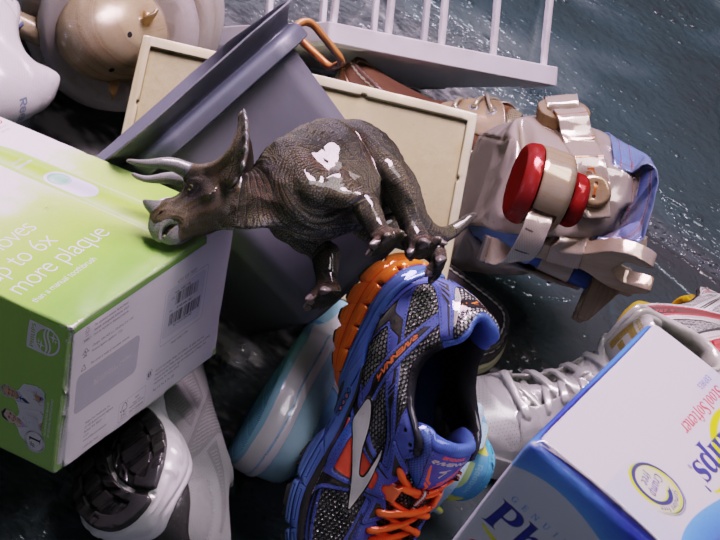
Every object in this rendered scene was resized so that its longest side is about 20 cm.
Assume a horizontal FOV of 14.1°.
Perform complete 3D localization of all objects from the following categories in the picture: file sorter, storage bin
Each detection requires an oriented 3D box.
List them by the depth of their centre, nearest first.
[{"bbox_3d":[-0.051,-0.049,1.548,0.134,0.145,0.200,49,-14,-7],"label":"storage bin"},{"bbox_3d":[0.016,-0.194,1.913,0.199,0.125,0.138,7,-3,-40],"label":"file sorter"}]

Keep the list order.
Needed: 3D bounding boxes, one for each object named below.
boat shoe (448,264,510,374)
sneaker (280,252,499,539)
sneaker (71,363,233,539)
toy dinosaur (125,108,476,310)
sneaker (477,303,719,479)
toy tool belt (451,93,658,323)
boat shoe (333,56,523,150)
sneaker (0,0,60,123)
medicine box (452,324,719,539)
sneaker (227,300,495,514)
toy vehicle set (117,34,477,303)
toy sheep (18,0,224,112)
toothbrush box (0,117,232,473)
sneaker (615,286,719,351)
[{"bbox_3d":[0.000,-0.001,1.696,0.200,0.066,0.072,26,62,-5],"label":"boat shoe"},{"bbox_3d":[0.017,0.095,1.462,0.078,0.201,0.075,17,9,43],"label":"sneaker"},{"bbox_3d":[-0.104,0.086,1.482,0.079,0.074,0.201,45,19,-28],"label":"sneaker"},{"bbox_3d":[-0.006,-0.041,1.419,0.199,0.077,0.103,-14,65,-42],"label":"toy dinosaur"},{"bbox_3d":[0.124,0.063,1.697,0.199,0.116,0.074,6,40,-39],"label":"sneaker"},{"bbox_3d":[0.130,-0.035,1.692,0.122,0.126,0.200,18,-2,-9],"label":"toy tool belt"},{"bbox_3d":[0.074,-0.078,1.830,0.200,0.072,0.076,36,17,3],"label":"boat shoe"},{"bbox_3d":[-0.247,-0.150,1.674,0.087,0.075,0.201,-14,61,-38],"label":"sneaker"},{"bbox_3d":[0.101,0.152,1.439,0.103,0.200,0.182,39,28,8],"label":"medicine box"},{"bbox_3d":[0.009,0.088,1.556,0.130,0.080,0.200,35,20,2],"label":"sneaker"},{"bbox_3d":[-0.041,-0.050,1.653,0.199,0.125,0.027,13,-13,-5],"label":"toy vehicle set"},{"bbox_3d":[-0.146,-0.161,1.752,0.137,0.138,0.200,31,22,-6],"label":"toy sheep"},{"bbox_3d":[-0.185,-0.001,1.424,0.199,0.087,0.145,22,32,23],"label":"toothbrush box"},{"bbox_3d":[0.244,0.042,1.895,0.199,0.078,0.082,-1,42,-47],"label":"sneaker"}]
